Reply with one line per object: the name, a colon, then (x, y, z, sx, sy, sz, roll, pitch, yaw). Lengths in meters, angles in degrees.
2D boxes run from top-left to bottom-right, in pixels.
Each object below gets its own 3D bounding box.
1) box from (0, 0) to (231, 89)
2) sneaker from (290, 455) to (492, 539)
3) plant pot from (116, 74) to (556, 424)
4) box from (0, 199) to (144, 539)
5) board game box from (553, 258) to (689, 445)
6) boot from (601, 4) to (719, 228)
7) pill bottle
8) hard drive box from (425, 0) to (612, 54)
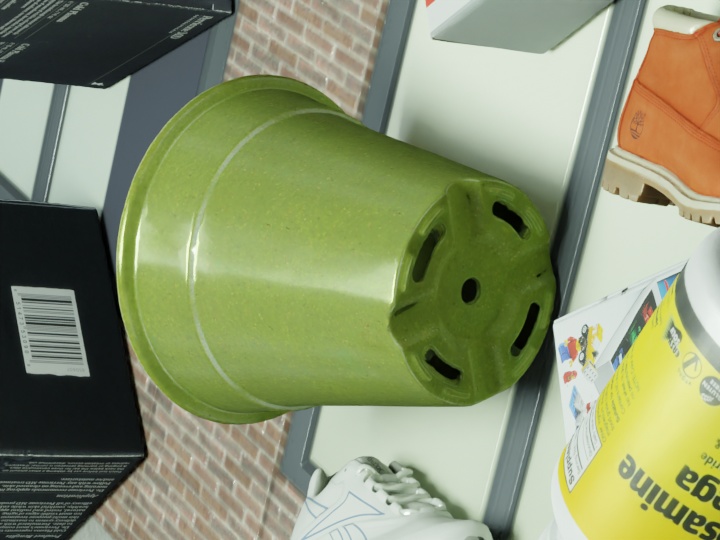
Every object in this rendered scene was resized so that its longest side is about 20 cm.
box: (-0.211, -0.201, 2.003, 0.200, 0.181, 0.105, -21, 68, 57)
sneaker: (0.010, 0.147, 1.698, 0.200, 0.074, 0.088, -9, 74, 59)
plant pot: (0.000, 0.000, 1.640, 0.189, 0.199, 0.201, 11, 96, 48)
box: (-0.259, 0.084, 2.112, 0.197, 0.123, 0.201, -44, 51, 47)
board game box: (0.153, 0.106, 1.489, 0.126, 0.034, 0.201, -27, 64, 55)
boot: (0.186, -0.071, 1.420, 0.200, 0.075, 0.108, 26, 105, 59)
pill bottle: (0.156, 0.085, 1.357, 0.201, 0.112, 0.113, -60, 39, 33)
hard drive box: (0.108, -0.226, 1.562, 0.200, 0.076, 0.157, -37, 55, 53)
